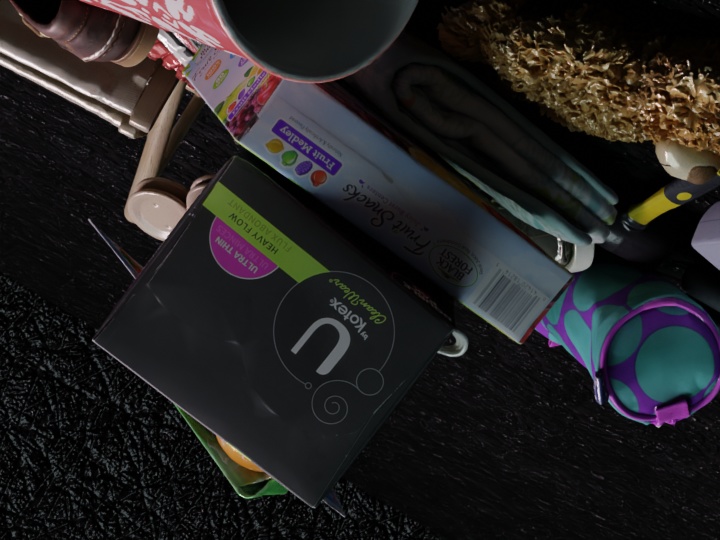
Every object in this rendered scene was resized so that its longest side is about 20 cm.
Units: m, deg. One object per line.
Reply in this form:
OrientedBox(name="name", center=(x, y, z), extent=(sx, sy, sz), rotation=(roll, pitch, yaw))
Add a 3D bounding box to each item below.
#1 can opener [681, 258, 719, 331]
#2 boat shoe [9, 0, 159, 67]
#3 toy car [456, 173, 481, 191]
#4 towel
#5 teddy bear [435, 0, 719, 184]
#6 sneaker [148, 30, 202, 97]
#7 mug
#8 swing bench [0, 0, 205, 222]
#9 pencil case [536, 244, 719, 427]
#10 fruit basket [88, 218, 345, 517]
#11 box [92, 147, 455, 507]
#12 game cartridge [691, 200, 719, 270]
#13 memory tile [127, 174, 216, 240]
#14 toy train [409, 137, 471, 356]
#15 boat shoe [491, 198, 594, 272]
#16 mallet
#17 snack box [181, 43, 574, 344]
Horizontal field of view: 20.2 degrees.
OrientedBox(name="can opener", center=(0.296, 0.055, 1.303), extent=(0.200, 0.066, 0.053), rotation=(29, 127, 24))
OrientedBox(name="boat shoe", center=(-0.185, -0.192, 1.164), extent=(0.070, 0.070, 0.200), rotation=(9, -151, -41))
OrientedBox(name="toy car", center=(0.023, -0.012, 1.444), extent=(0.158, 0.164, 0.200), rotation=(33, 155, -25))
OrientedBox(name="towel", center=(0.043, -0.093, 1.162), extent=(0.200, 0.048, 0.171), rotation=(35, -178, -37))
OrientedBox(name="teddy bear", center=(0.127, -0.092, 1.040), extent=(0.200, 0.067, 0.145), rotation=(24, 170, 24))
OrientedBox(name="sneaker", center=(-0.079, -0.145, 1.210), extent=(0.200, 0.082, 0.078), rotation=(34, -168, -7))
OrientedBox(name="mug", center=(-0.064, -0.164, 1.022), extent=(0.200, 0.134, 0.177), rotation=(19, 164, 49))
OrientedBox(name="swing bench", center=(-0.204, -0.157, 1.372), extent=(0.199, 0.130, 0.200), rotation=(28, 160, 1))
OrientedBox(name="pencil case", center=(0.165, 0.034, 1.326), extent=(0.085, 0.093, 0.200), rotation=(-6, -163, -10))
OrientedBox(name="fruit basket", center=(-0.082, 0.060, 1.291), extent=(0.185, 0.094, 0.200), rotation=(51, 175, 29))
OrientedBox(name="box", center=(-0.040, 0.020, 1.106), extent=(0.148, 0.124, 0.200), rotation=(38, -173, -2))
OrientedBox(name="game cartridge", center=(0.292, 0.005, 1.163), extent=(0.133, 0.041, 0.200), rotation=(32, 168, -35))
OrientedBox(name="memory tile", center=(-0.057, 0.007, 1.371), extent=(0.153, 0.017, 0.200), rotation=(-5, 135, 33))
OrientedBox(name="toy train", center=(0.000, 0.000, 1.272), extent=(0.150, 0.056, 0.200), rotation=(9, 141, 19))
OrientedBox(name="boat shoe", center=(0.094, -0.011, 1.312), extent=(0.060, 0.072, 0.202), rotation=(-8, 170, -13))
OrientedBox(name="mallet", center=(0.194, -0.039, 1.204), extent=(0.066, 0.041, 0.200), rotation=(30, 164, -14))
OrientedBox(name="snack box", center=(0.007, -0.052, 1.088), extent=(0.200, 0.053, 0.142), rotation=(36, -175, -24))
